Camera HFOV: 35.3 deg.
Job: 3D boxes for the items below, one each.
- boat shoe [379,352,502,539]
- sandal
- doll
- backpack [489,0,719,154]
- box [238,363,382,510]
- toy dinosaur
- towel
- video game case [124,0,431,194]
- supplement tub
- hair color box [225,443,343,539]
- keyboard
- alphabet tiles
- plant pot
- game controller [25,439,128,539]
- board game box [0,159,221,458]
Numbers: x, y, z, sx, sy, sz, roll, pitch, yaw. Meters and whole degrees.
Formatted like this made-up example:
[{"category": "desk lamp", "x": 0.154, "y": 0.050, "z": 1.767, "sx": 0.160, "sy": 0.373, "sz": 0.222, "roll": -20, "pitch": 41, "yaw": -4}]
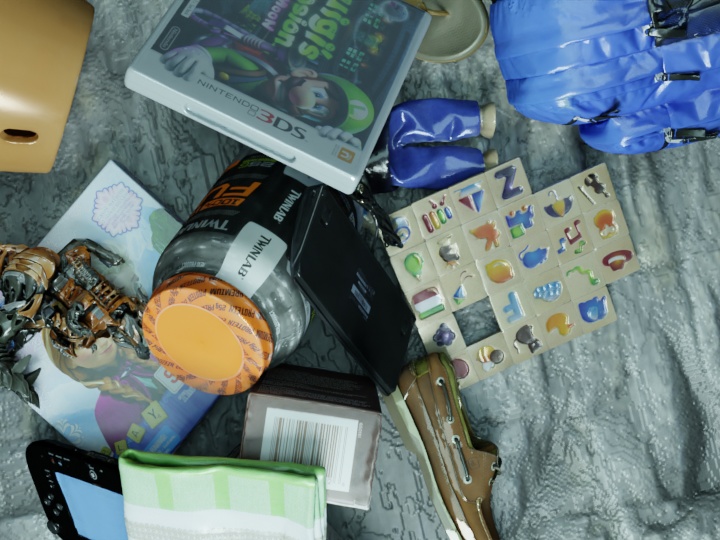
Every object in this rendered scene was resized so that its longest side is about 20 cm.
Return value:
[{"category": "boat shoe", "x": 0.086, "y": 0.166, "z": 0.943, "sx": 0.067, "sy": 0.072, "sz": 0.202, "roll": -26, "pitch": 93, "yaw": 4}, {"category": "sandal", "x": 0.020, "y": -0.248, "z": 0.937, "sx": 0.200, "sy": 0.054, "sz": 0.080, "roll": 47, "pitch": 113, "yaw": 0}, {"category": "doll", "x": 0.015, "y": -0.097, "z": 0.953, "sx": 0.197, "sy": 0.048, "sz": 0.139, "roll": -2, "pitch": 90, "yaw": -2}, {"category": "backpack", "x": 0.208, "y": -0.177, "z": 0.900, "sx": 0.197, "sy": 0.163, "sz": 0.171, "roll": -9, "pitch": 94, "yaw": -2}, {"category": "box", "x": -0.038, "y": 0.122, "z": 0.879, "sx": 0.098, "sy": 0.200, "sz": 0.076, "roll": 9, "pitch": 93, "yaw": -1}, {"category": "toy dinosaur", "x": -0.260, "y": 0.030, "z": 0.900, "sx": 0.197, "sy": 0.102, "sz": 0.137, "roll": 18, "pitch": 75, "yaw": 17}, {"category": "towel", "x": -0.095, "y": 0.214, "z": 0.807, "sx": 0.147, "sy": 0.031, "sz": 0.202, "roll": 3, "pitch": 125, "yaw": 3}, {"category": "video game case", "x": -0.054, "y": -0.168, "z": 0.852, "sx": 0.180, "sy": 0.023, "sz": 0.201, "roll": 25, "pitch": 51, "yaw": -3}, {"category": "supplement tub", "x": -0.080, "y": -0.007, "z": 0.866, "sx": 0.121, "sy": 0.201, "sz": 0.124, "roll": 11, "pitch": 129, "yaw": 14}, {"category": "hair color box", "x": -0.051, "y": 0.236, "z": 0.924, "sx": 0.064, "sy": 0.111, "sz": 0.201, "roll": -40, "pitch": 91, "yaw": 1}, {"category": "keyboard", "x": 0.000, "y": 0.000, "z": 0.875, "sx": 0.020, "sy": 0.201, "sz": 0.129, "roll": 3, "pitch": 60, "yaw": 27}, {"category": "alphabet tiles", "x": 0.132, "y": -0.007, "z": 0.956, "sx": 0.198, "sy": 0.008, "sz": 0.169, "roll": -23, "pitch": 106, "yaw": -1}, {"category": "plant pot", "x": -0.293, "y": -0.163, "z": 0.885, "sx": 0.138, "sy": 0.200, "sz": 0.203, "roll": 15, "pitch": 90, "yaw": -19}, {"category": "game controller", "x": -0.193, "y": 0.192, "z": 0.896, "sx": 0.042, "sy": 0.198, "sz": 0.105, "roll": -45, "pitch": 129, "yaw": -38}, {"category": "board game box", "x": -0.197, "y": 0.048, "z": 0.953, "sx": 0.199, "sy": 0.041, "sz": 0.201, "roll": 40, "pitch": 90, "yaw": -1}]
